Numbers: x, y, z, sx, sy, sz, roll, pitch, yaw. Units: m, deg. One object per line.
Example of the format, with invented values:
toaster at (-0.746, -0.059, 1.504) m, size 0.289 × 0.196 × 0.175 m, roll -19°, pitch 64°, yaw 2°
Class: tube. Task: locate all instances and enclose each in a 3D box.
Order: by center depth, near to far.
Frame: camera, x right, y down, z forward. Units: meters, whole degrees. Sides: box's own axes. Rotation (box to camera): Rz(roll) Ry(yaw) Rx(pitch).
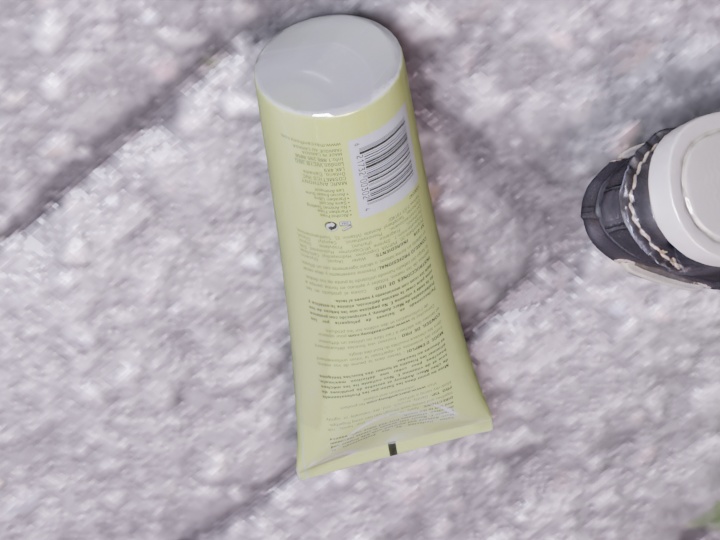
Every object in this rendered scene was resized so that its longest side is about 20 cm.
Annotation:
tube at (0.000, 0.000, 1.052) m, size 0.058 × 0.052 × 0.201 m, roll 16°, pitch 141°, yaw 25°

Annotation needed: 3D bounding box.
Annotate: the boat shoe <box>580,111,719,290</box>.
boat shoe at (0.169, -0.021, 1.072) m, size 0.199 × 0.074 × 0.060 m, roll -3°, pitch 173°, yaw -35°
